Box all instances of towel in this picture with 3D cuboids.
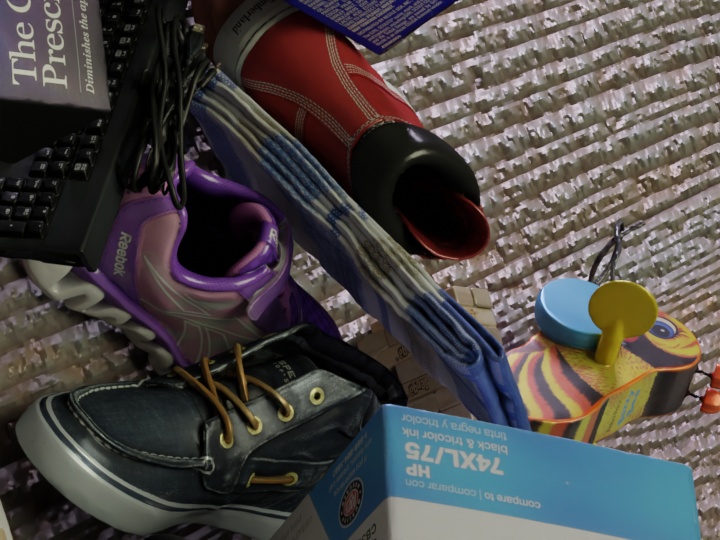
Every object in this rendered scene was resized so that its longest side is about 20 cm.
[{"bbox_3d":[0.000,0.000,1.338,0.200,0.024,0.147,45,-8,22],"label":"towel"}]

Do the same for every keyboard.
[{"bbox_3d":[-0.113,-0.087,1.268,0.040,0.104,0.200,88,12,-49],"label":"keyboard"}]

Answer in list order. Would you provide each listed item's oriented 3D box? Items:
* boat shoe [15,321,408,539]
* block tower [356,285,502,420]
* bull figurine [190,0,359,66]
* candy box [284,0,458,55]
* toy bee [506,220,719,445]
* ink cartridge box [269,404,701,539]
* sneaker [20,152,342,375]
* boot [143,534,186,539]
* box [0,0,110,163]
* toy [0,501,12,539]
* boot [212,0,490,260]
[{"bbox_3d":[-0.061,0.060,1.277,0.071,0.091,0.200,50,18,26],"label":"boat shoe"},{"bbox_3d":[0.055,0.111,1.467,0.054,0.058,0.200,7,62,-57],"label":"block tower"},{"bbox_3d":[-0.047,-0.174,1.447,0.121,0.065,0.200,31,51,-48],"label":"bull figurine"},{"bbox_3d":[-0.047,-0.207,1.303,0.200,0.077,0.169,27,37,-45],"label":"candy box"},{"bbox_3d":[0.137,0.046,1.572,0.200,0.109,0.131,-52,161,-29],"label":"toy bee"},{"bbox_3d":[0.048,0.185,1.196,0.146,0.147,0.200,13,51,-22],"label":"ink cartridge box"},{"bbox_3d":[-0.060,0.005,1.324,0.200,0.088,0.081,37,45,-46],"label":"sneaker"},{"bbox_3d":[-0.065,0.214,1.236,0.132,0.070,0.200,-25,97,-59],"label":"boot"},{"bbox_3d":[-0.184,-0.152,1.181,0.141,0.079,0.200,3,73,-37],"label":"box"},{"bbox_3d":[-0.177,0.047,1.159,0.115,0.047,0.200,-12,87,-60],"label":"toy"},{"bbox_3d":[0.017,-0.036,1.387,0.144,0.072,0.200,46,-1,27],"label":"boot"}]
